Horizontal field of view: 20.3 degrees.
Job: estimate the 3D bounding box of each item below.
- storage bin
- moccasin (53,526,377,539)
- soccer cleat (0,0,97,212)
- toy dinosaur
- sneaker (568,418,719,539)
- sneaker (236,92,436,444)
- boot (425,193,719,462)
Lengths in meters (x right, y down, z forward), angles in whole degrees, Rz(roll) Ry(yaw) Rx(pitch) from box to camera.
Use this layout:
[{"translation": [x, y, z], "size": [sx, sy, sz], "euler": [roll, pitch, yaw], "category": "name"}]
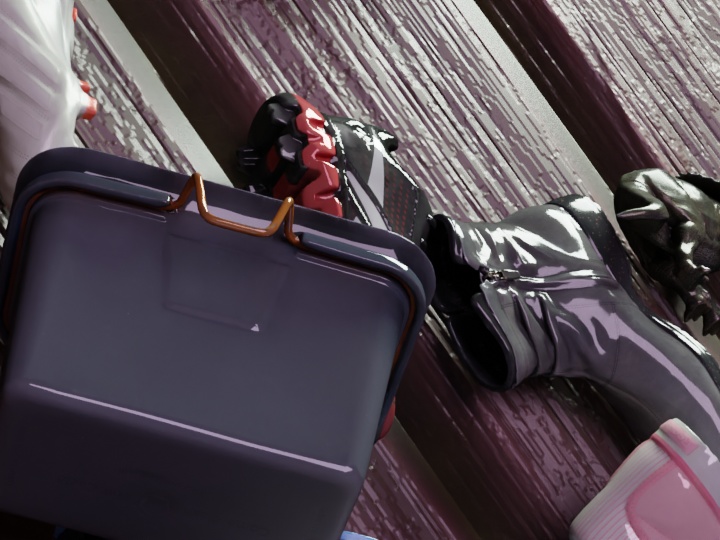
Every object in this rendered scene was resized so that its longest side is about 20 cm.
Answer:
[{"translation": [-0.072, 0.045, 0.890], "size": [0.199, 0.146, 0.135], "euler": [15, 41, -7], "category": "storage bin"}, {"translation": [-0.048, 0.158, 0.936], "size": [0.199, 0.081, 0.069], "euler": [11, 60, -12], "category": "moccasin"}, {"translation": [-0.177, -0.107, 1.009], "size": [0.077, 0.069, 0.201], "euler": [13, 50, -22], "category": "soccer cleat"}, {"translation": [0.187, -0.023, 1.191], "size": [0.199, 0.077, 0.103], "euler": [0, 48, -45], "category": "toy dinosaur"}, {"translation": [0.181, 0.181, 1.080], "size": [0.105, 0.075, 0.201], "euler": [-40, 116, -6], "category": "sneaker"}, {"translation": [0.000, 0.000, 1.057], "size": [0.097, 0.071, 0.202], "euler": [4, 60, -30], "category": "sneaker"}, {"translation": [0.116, 0.050, 1.107], "size": [0.131, 0.070, 0.200], "euler": [-14, 60, -45], "category": "boot"}]
